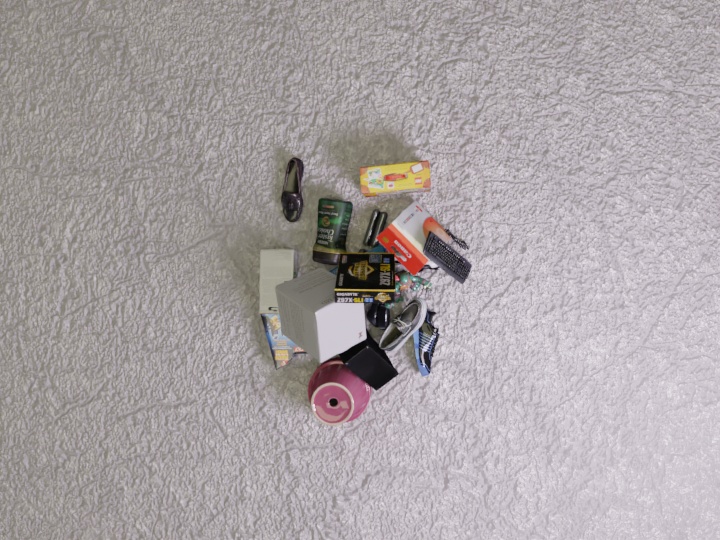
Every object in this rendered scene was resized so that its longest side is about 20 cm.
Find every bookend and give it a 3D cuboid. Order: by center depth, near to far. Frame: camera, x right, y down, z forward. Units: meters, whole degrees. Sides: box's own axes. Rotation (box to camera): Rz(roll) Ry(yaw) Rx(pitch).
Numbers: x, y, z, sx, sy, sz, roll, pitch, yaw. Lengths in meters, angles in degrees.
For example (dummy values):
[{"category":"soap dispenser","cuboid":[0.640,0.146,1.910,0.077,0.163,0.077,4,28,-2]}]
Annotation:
[{"category":"bookend","cuboid":[-0.001,0.232,1.698,0.092,0.199,0.200,-37,45,6]}]

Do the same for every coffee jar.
[{"category":"coffee jar","cuboid":[-0.087,-0.117,1.699,0.104,0.085,0.201,9,94,23]}]

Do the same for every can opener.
[{"category":"can opener","cuboid":[0.031,-0.088,1.704,0.052,0.066,0.201,22,96,17]},{"category":"can opener","cuboid":[0.061,0.081,1.711,0.078,0.063,0.201,2,91,26]}]

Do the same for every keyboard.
[{"category":"keyboard","cuboid":[0.267,-0.057,1.645,0.200,0.021,0.127,34,65,-33]}]

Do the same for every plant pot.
[{"category":"plant pot","cuboid":[-0.072,0.380,1.683,0.199,0.179,0.201,0,93,7]}]

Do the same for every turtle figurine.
[{"category":"turtle figurine","cuboid":[0.133,0.047,1.626,0.149,0.200,0.101,-18,83,0]}]

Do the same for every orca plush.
[{"category":"orca plush","cuboid":[0.169,-0.014,1.690,0.199,0.105,0.071,-7,127,-5]}]

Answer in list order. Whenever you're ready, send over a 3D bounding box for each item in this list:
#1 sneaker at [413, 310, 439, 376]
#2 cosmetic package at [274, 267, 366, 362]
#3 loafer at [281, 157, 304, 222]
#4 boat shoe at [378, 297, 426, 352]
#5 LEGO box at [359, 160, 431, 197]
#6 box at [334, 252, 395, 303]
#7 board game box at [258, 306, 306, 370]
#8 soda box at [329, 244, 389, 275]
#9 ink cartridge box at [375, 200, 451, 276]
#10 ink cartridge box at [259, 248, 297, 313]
[{"category":"sneaker","cuboid":[0.207,0.222,1.699,0.078,0.070,0.201,-8,91,13]},{"category":"cosmetic package","cuboid":[-0.110,0.119,1.559,0.167,0.200,0.167,-24,123,-33]},{"category":"loafer","cuboid":[-0.214,-0.250,1.720,0.072,0.063,0.201,5,94,6]},{"category":"boat shoe","cuboid":[0.127,0.167,1.664,0.072,0.071,0.200,40,109,30]},{"category":"LEGO box","cuboid":[0.105,-0.269,1.643,0.199,0.149,0.078,-5,92,6]},{"category":"box","cuboid":[0.015,0.018,1.505,0.159,0.200,0.050,2,120,2]},{"category":"board game box","cuboid":[-0.213,0.208,1.744,0.199,0.062,0.201,-2,91,5]},{"category":"soda box","cuboid":[0.000,0.000,1.654,0.200,0.068,0.064,-27,115,20]},{"category":"ink cartridge box","cuboid":[0.160,-0.100,1.635,0.162,0.200,0.050,45,136,2]},{"category":"ink cartridge box","cuboid":[-0.257,0.035,1.731,0.108,0.050,0.201,0,83,6]}]
